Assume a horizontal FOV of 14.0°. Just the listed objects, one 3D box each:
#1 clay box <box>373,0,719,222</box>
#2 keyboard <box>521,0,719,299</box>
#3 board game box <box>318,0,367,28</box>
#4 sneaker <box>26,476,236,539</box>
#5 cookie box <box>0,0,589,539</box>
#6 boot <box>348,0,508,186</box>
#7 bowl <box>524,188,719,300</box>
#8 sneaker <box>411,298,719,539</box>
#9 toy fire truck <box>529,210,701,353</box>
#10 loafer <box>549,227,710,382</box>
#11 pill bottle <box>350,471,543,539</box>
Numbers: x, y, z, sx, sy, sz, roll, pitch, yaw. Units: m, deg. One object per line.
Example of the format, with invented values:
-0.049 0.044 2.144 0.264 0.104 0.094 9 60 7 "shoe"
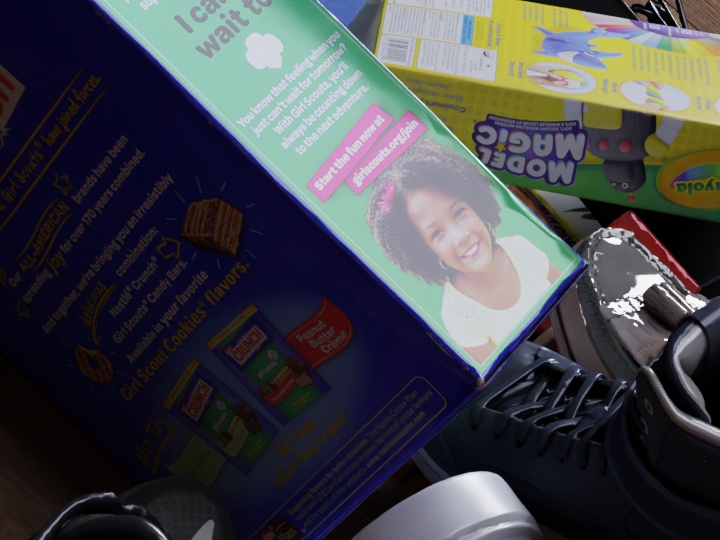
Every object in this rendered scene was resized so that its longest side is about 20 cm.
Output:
0.102 -0.068 1.227 0.199 0.048 0.115 11 24 0 "clay box"
0.126 -0.063 1.314 0.200 0.104 0.040 56 -20 32 "keyboard"
-0.074 -0.121 1.068 0.151 0.037 0.200 36 -14 -3 "board game box"
-0.072 0.106 0.874 0.077 0.084 0.200 44 22 0 "sneaker"
-0.052 -0.013 0.991 0.200 0.171 0.075 44 48 -1 "cookie box"
0.004 -0.098 1.372 0.090 0.073 0.200 50 2 31 "boot"
0.174 0.009 1.368 0.201 0.094 0.201 50 1 -1 "bowl"
0.087 0.043 1.004 0.202 0.146 0.077 36 58 28 "sneaker"
0.070 0.043 1.206 0.049 0.141 0.200 50 -17 10 "toy fire truck"
0.137 0.061 1.088 0.072 0.063 0.200 -9 61 -33 "loafer"
0.068 0.169 0.964 0.113 0.113 0.200 6 42 -56 "pill bottle"
